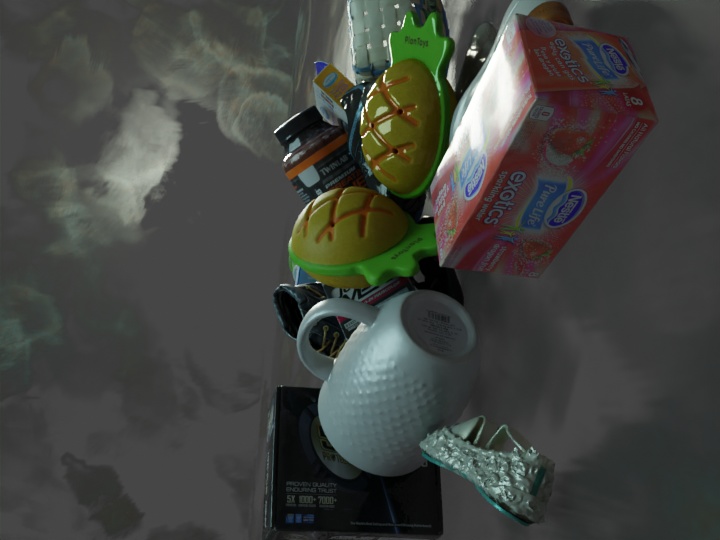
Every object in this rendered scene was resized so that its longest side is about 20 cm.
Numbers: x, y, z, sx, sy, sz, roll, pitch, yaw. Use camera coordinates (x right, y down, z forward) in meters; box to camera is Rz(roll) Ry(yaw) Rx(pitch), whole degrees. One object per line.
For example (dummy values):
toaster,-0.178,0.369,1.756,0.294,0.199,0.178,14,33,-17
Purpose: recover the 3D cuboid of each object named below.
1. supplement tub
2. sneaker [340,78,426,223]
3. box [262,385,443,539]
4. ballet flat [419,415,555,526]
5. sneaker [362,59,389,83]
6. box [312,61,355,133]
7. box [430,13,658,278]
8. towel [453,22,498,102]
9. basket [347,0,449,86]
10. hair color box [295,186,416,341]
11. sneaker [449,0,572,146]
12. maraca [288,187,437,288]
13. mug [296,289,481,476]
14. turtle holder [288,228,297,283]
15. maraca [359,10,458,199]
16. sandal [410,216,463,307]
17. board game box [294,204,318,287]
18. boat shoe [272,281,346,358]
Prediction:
supplement tub,-0.040,-0.128,1.080,0.201,0.106,0.107,56,170,-9
sneaker,0.029,-0.140,0.973,0.081,0.073,0.203,7,112,48
box,-0.011,0.233,0.901,0.086,0.197,0.166,115,159,-58
ballet flat,0.117,0.169,0.692,0.200,0.071,0.073,-172,88,-72
sneaker,0.032,-0.249,1.232,0.085,0.072,0.202,120,152,-55
box,0.002,-0.202,1.058,0.042,0.200,0.119,-48,-6,-6
box,0.137,-0.090,0.625,0.201,0.101,0.096,115,157,-51
towel,0.127,-0.156,0.855,0.133,0.034,0.202,-102,23,-51
basket,0.054,-0.304,1.043,0.200,0.137,0.179,14,-110,-79
hair color box,0.000,0.000,0.955,0.061,0.098,0.201,54,-173,-51
sneaker,0.133,-0.147,0.694,0.085,0.072,0.202,-98,21,-57
maraca,0.004,-0.033,0.850,0.199,0.137,0.108,17,137,44
mug,0.026,0.099,0.814,0.148,0.198,0.176,-68,4,-47
turtle holder,-0.059,0.011,1.372,0.186,0.139,0.133,-59,43,42
maraca,0.057,-0.180,0.846,0.137,0.106,0.203,28,117,50
sandal,0.083,-0.006,0.949,0.201,0.044,0.076,-103,21,-55
board game box,-0.020,-0.022,1.175,0.037,0.149,0.203,-132,50,-75
boat shoe,-0.035,0.093,0.974,0.201,0.090,0.071,49,120,31
